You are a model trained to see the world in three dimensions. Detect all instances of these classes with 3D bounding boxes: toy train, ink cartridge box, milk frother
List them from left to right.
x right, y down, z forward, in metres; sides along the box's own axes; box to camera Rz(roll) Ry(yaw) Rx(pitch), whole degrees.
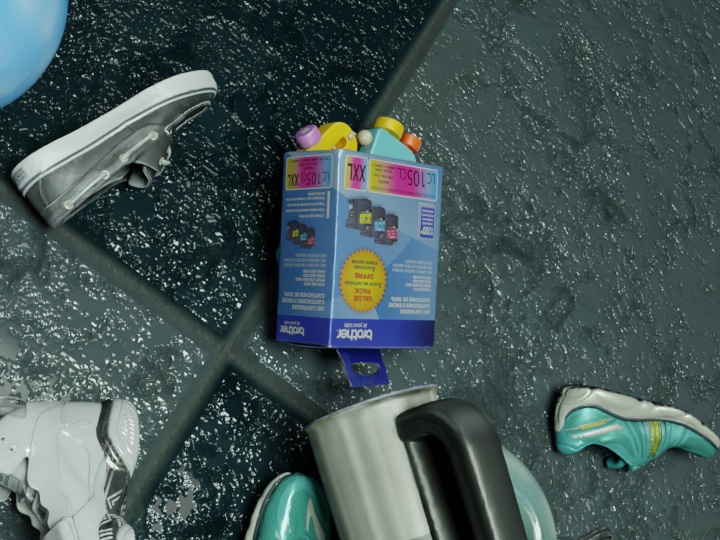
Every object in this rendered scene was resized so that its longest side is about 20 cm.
[{"bbox_3d":[-0.016,-0.070,0.974,0.200,0.056,0.151,-20,105,-42],"label":"toy train"},{"bbox_3d":[0.000,0.000,0.903,0.136,0.076,0.201,3,91,-44],"label":"ink cartridge box"},{"bbox_3d":[0.083,0.187,0.818,0.200,0.180,0.189,2,66,-55],"label":"milk frother"}]

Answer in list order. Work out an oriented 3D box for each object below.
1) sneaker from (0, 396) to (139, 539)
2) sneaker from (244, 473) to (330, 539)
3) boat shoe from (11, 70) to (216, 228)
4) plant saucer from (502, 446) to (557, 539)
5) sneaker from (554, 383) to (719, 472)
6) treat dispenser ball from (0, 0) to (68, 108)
[{"bbox_3d":[-0.225,0.176,0.730,0.115,0.075,0.200,13,47,-22],"label":"sneaker"},{"bbox_3d":[-0.049,0.260,0.804,0.077,0.080,0.201,15,64,-26],"label":"sneaker"},{"bbox_3d":[-0.194,-0.103,0.866,0.200,0.072,0.068,-37,91,-32],"label":"boat shoe"},{"bbox_3d":[0.115,0.249,0.938,0.201,0.039,0.202,11,68,-27],"label":"plant saucer"},{"bbox_3d":[0.284,0.172,1.059,0.199,0.077,0.080,14,85,-20],"label":"sneaker"},{"bbox_3d":[-0.321,-0.211,0.753,0.200,0.201,0.201,11,67,-27],"label":"treat dispenser ball"}]
